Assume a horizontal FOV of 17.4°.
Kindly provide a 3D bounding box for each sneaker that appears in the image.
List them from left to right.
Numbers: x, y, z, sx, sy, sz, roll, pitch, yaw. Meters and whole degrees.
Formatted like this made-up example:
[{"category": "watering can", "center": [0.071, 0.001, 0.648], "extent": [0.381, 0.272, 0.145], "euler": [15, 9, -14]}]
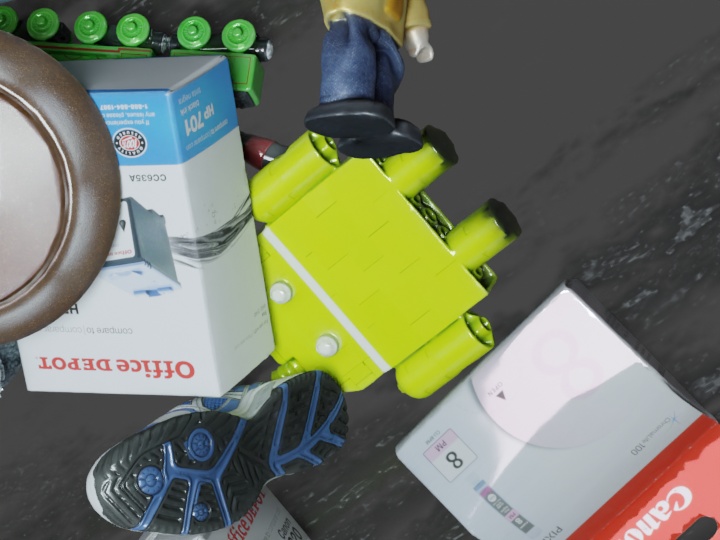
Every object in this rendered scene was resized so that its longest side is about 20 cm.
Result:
[{"category": "sneaker", "center": [-0.096, 0.117, 1.464], "extent": [0.077, 0.200, 0.076], "euler": [-9, 95, 43]}]

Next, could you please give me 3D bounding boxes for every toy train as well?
[{"category": "toy train", "center": [-0.154, -0.135, 1.516], "extent": [0.200, 0.042, 0.056], "euler": [4, 74, 12]}]

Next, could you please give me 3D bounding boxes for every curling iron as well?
[{"category": "curling iron", "center": [-0.063, -0.067, 1.526], "extent": [0.200, 0.026, 0.050], "euler": [15, 125, 5]}]

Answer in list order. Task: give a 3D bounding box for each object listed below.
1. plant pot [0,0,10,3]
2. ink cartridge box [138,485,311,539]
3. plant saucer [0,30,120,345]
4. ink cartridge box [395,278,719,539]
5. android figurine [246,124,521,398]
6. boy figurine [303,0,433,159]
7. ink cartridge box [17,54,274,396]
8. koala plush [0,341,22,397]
[{"category": "plant pot", "center": [-0.231, -0.298, 1.426], "extent": [0.200, 0.200, 0.196], "euler": [-38, 73, 17]}, {"category": "ink cartridge box", "center": [-0.057, 0.237, 1.508], "extent": [0.085, 0.146, 0.200], "euler": [-38, 98, 17]}, {"category": "plant saucer", "center": [-0.244, -0.047, 1.404], "extent": [0.200, 0.032, 0.200], "euler": [0, 102, 1]}, {"category": "ink cartridge box", "center": [0.147, 0.129, 1.503], "extent": [0.200, 0.057, 0.163], "euler": [46, 107, 6]}, {"category": "android figurine", "center": [0.000, 0.000, 1.500], "extent": [0.200, 0.041, 0.182], "euler": [-37, 97, 24]}, {"category": "boy figurine", "center": [0.012, -0.169, 1.444], "extent": [0.064, 0.124, 0.200], "euler": [-5, 66, 31]}, {"category": "ink cartridge box", "center": [-0.147, -0.027, 1.476], "extent": [0.146, 0.086, 0.200], "euler": [0, 110, 24]}, {"category": "koala plush", "center": [-0.306, 0.032, 1.528], "extent": [0.200, 0.177, 0.184], "euler": [15, 103, 1]}]
